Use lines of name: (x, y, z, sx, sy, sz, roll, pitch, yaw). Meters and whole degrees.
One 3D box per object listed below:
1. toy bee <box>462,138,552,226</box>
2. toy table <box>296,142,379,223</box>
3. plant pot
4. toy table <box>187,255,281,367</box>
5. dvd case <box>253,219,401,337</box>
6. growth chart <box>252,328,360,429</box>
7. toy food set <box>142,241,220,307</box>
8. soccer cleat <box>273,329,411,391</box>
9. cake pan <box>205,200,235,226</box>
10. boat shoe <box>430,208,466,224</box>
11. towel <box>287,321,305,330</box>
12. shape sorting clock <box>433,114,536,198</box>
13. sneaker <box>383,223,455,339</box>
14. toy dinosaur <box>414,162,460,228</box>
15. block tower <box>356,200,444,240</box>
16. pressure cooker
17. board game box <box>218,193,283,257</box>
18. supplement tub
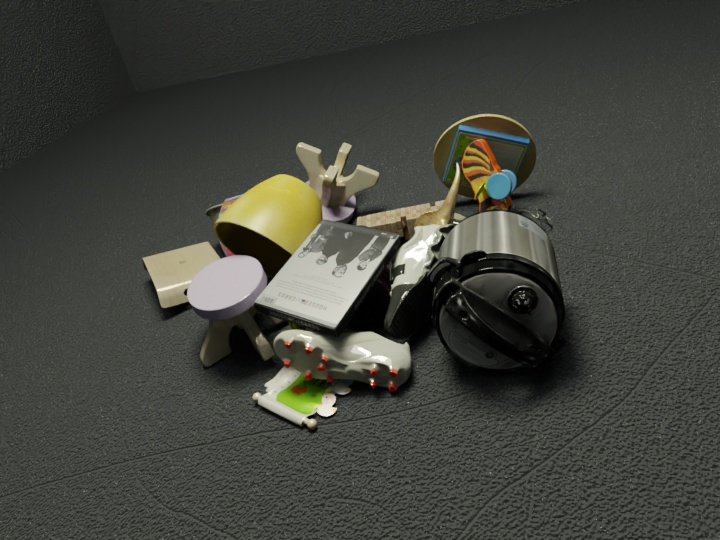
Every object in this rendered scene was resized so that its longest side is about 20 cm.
toy bee: (0.241, -0.135, 1.086, 0.108, 0.130, 0.202, -41, 64, 29)
toy table: (-0.061, -0.188, 1.258, 0.180, 0.119, 0.202, 14, 34, -11)
plant pot: (-0.145, -0.085, 1.068, 0.197, 0.200, 0.144, 11, 63, 37)
toy table: (-0.200, 0.064, 0.960, 0.181, 0.119, 0.200, -26, 27, -6)
dvd case: (-0.047, 0.003, 0.883, 0.148, 0.025, 0.201, 13, 50, 29)
growth chart: (-0.065, 0.148, 0.875, 0.142, 0.018, 0.200, 6, 38, 31)
toy food set: (-0.359, 0.009, 1.209, 0.141, 0.062, 0.200, -16, 30, -24)
soccer cleat: (-0.024, 0.117, 0.832, 0.196, 0.070, 0.078, 11, 35, 6)
cake pan: (-0.234, -0.119, 1.274, 0.196, 0.038, 0.200, -8, -3, 0)
boat shoe: (0.208, -0.056, 1.042, 0.197, 0.069, 0.071, 18, 5, 27)
towel: (-0.080, 0.016, 0.975, 0.018, 0.087, 0.201, -5, 37, 22)
shape sorting clock: (0.241, -0.219, 1.145, 0.196, 0.202, 0.040, -6, 44, 15)
sneaker: (0.075, 0.014, 0.899, 0.087, 0.074, 0.202, 10, 57, 39)
toy dinosaur: (0.143, -0.071, 0.995, 0.100, 0.202, 0.058, 33, 22, 12)
block tower: (0.083, -0.086, 1.145, 0.196, 0.055, 0.058, -11, 30, 8)
pressure cooker: (0.180, 0.032, 0.787, 0.172, 0.182, 0.201, -4, 31, 13)
board game box: (-0.186, -0.081, 1.160, 0.196, 0.161, 0.039, -16, 5, 0)
supplement tub: (0.000, 0.000, 0.993, 0.105, 0.109, 0.201, -12, 31, 6)
